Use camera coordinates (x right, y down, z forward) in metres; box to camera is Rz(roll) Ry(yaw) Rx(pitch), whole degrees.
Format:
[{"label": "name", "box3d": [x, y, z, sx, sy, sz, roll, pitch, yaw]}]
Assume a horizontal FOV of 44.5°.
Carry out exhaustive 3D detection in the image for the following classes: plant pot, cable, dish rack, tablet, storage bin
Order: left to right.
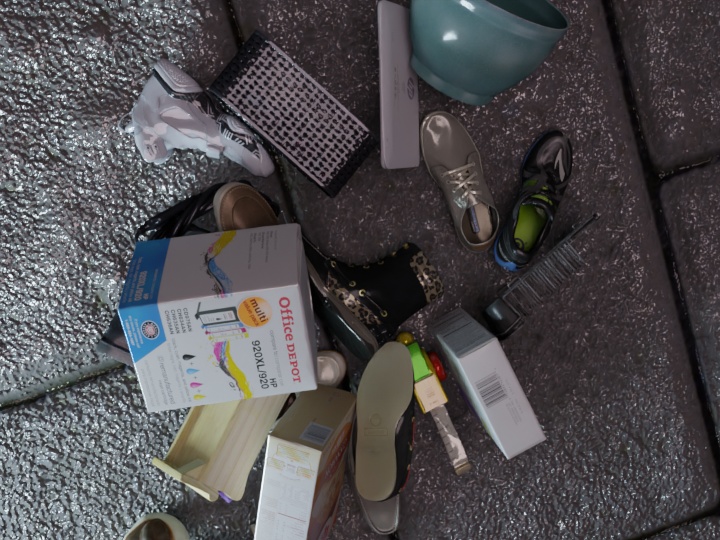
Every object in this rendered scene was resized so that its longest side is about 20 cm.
[{"label": "cable", "box3d": [-0.177, -0.022, 1.114, 0.199, 0.051, 0.165, -31, 109, -24]}, {"label": "storage bin", "box3d": [-0.084, -0.191, 1.100, 0.199, 0.135, 0.094, 40, 92, -10]}, {"label": "tablet", "box3d": [0.052, -0.233, 1.122, 0.013, 0.130, 0.203, 2, 98, 23]}, {"label": "plant pot", "box3d": [0.141, -0.293, 1.101, 0.198, 0.201, 0.135, 23, 121, -9]}, {"label": "dish rack", "box3d": [0.244, 0.008, 1.163, 0.200, 0.153, 0.055, -42, 84, -1]}]

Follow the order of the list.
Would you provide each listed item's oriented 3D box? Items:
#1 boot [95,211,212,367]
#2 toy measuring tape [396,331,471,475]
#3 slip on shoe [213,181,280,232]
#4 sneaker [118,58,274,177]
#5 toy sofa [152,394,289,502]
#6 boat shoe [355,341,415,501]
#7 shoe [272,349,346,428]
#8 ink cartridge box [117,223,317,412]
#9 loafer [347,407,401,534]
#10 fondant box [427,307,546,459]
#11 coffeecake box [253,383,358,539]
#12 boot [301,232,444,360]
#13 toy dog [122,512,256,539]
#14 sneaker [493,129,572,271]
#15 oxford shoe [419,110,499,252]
[{"label": "boot", "box3d": [-0.231, 0.044, 1.157, 0.164, 0.065, 0.202, 27, 83, -23]}, {"label": "toy measuring tape", "box3d": [0.097, 0.177, 1.194, 0.073, 0.074, 0.202, -24, 83, -3]}, {"label": "slip on shoe", "box3d": [-0.116, -0.019, 1.098, 0.076, 0.060, 0.202, -33, 118, -27]}, {"label": "sneaker", "box3d": [-0.210, -0.164, 1.123, 0.200, 0.075, 0.115, 41, 92, -5]}, {"label": "toy sofa", "box3d": [-0.170, 0.187, 1.131, 0.097, 0.082, 0.202, 36, 74, -37]}, {"label": "boat shoe", "box3d": [0.035, 0.196, 1.147, 0.073, 0.063, 0.204, 3, 80, 21]}, {"label": "shoe", "box3d": [-0.104, 0.175, 1.188, 0.199, 0.053, 0.070, -31, 100, -2]}, {"label": "ink cartridge box", "box3d": [-0.155, 0.051, 1.014, 0.197, 0.145, 0.149, -8, 121, 0]}, {"label": "loafer", "box3d": [0.014, 0.273, 1.207, 0.069, 0.070, 0.203, -17, 99, -4]}, {"label": "fondant box", "box3d": [0.158, 0.139, 1.140, 0.058, 0.200, 0.146, -28, 100, -1]}, {"label": "coffeecake box", "box3d": [-0.071, 0.270, 1.126, 0.072, 0.154, 0.203, 14, 112, 12]}, {"label": "boot", "box3d": [0.000, 0.001, 1.173, 0.153, 0.074, 0.204, -33, 75, -23]}, {"label": "toy dog", "box3d": [-0.227, 0.404, 1.165, 0.199, 0.139, 0.195, 35, 79, -10]}, {"label": "sneaker", "box3d": [0.241, -0.093, 1.172, 0.070, 0.083, 0.202, 25, 79, -9]}, {"label": "oxford shoe", "box3d": [0.137, -0.119, 1.177, 0.074, 0.058, 0.202, -21, 98, -2]}]
